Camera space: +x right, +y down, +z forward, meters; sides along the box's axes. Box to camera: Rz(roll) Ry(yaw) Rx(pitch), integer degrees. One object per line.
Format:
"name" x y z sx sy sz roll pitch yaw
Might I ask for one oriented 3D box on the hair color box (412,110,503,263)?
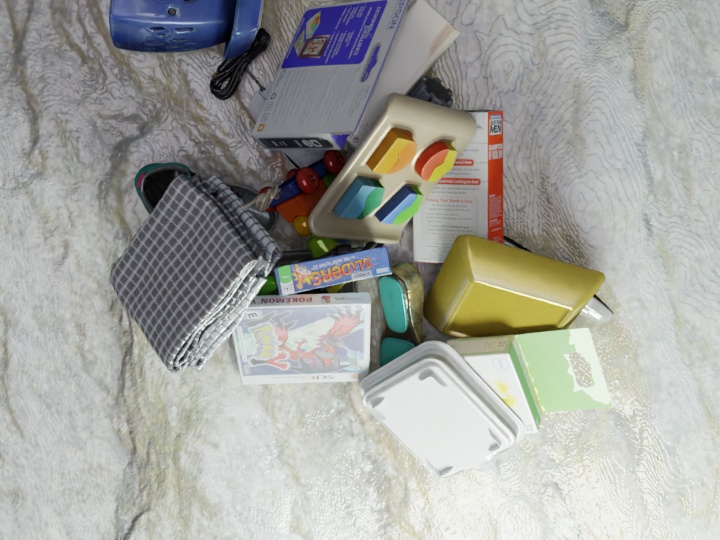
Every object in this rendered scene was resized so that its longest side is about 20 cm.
"hair color box" 0.130 -0.112 1.370 0.111 0.064 0.201 5 102 29

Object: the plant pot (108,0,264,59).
"plant pot" -0.206 -0.370 1.267 0.179 0.200 0.201 8 89 -11

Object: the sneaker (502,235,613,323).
"sneaker" 0.248 0.031 1.418 0.200 0.073 0.085 31 100 5

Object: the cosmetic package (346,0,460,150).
"cosmetic package" 0.036 -0.254 1.345 0.071 0.105 0.200 41 98 -6

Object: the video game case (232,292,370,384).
"video game case" -0.078 0.095 1.372 0.181 0.200 0.023 -2 54 -1

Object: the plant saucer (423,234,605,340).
"plant saucer" 0.194 0.049 1.362 0.199 0.200 0.049 16 55 -4

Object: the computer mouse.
"computer mouse" -0.107 -0.216 1.377 0.110 0.044 0.200 -41 98 4

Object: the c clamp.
"c clamp" -0.081 0.001 1.426 0.199 0.027 0.172 -9 104 -2

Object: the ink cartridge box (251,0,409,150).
"ink cartridge box" -0.028 -0.244 1.279 0.043 0.200 0.199 34 72 -40

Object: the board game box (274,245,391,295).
"board game box" -0.036 0.000 1.281 0.135 0.200 0.035 -11 90 -2

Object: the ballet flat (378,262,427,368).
"ballet flat" 0.063 0.080 1.417 0.070 0.071 0.201 -5 117 -1

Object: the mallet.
"mallet" 0.000 0.000 1.401 0.200 0.041 0.066 -40 101 2

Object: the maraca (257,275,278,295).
"maraca" -0.192 0.019 1.358 0.199 0.107 0.137 -14 133 40

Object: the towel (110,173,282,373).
"towel" -0.205 0.000 1.245 0.200 0.085 0.166 -52 59 20

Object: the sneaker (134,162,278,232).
"sneaker" -0.207 -0.092 1.354 0.199 0.121 0.084 17 98 -3

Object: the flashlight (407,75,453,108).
"flashlight" 0.048 -0.164 1.342 0.068 0.068 0.200 50 124 22

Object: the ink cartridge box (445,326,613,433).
"ink cartridge box" 0.222 0.152 1.382 0.199 0.048 0.146 -6 123 29

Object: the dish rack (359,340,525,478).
"dish rack" 0.107 0.201 1.405 0.171 0.044 0.200 -34 108 34

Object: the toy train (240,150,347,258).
"toy train" -0.071 -0.064 1.289 0.084 0.200 0.116 -23 102 36

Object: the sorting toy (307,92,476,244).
"sorting toy" 0.046 -0.116 1.274 0.036 0.185 0.200 47 116 30
